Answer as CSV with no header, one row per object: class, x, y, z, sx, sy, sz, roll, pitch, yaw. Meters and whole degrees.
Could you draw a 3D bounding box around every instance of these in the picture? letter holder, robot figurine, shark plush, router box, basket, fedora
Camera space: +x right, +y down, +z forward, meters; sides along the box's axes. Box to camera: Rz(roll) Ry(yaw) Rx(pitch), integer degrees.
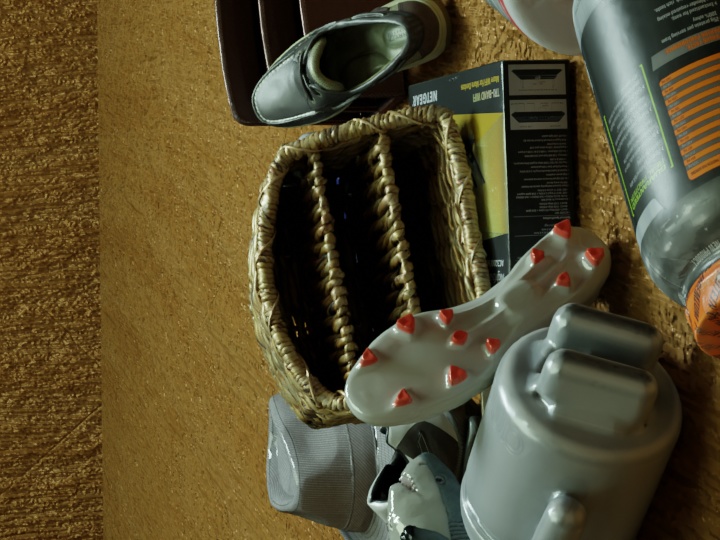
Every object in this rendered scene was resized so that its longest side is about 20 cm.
letter holder,-0.048,-0.234,1.575,0.101,0.141,0.201,149,117,-71
robot figurine,0.124,0.113,1.096,0.170,0.112,0.201,-67,-8,-49
shark plush,0.094,0.202,1.155,0.199,0.083,0.091,34,141,16
router box,0.090,-0.062,1.290,0.200,0.052,0.158,180,88,-73
basket,0.000,0.000,1.265,0.149,0.142,0.201,138,125,-71
fedora,-0.039,0.173,1.684,0.200,0.090,0.178,-119,31,-56

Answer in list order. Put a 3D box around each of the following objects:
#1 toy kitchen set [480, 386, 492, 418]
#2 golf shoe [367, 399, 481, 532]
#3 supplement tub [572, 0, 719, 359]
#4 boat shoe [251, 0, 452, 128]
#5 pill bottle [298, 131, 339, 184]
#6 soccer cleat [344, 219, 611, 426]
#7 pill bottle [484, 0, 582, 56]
toy kitchen set,0.037,0.178,1.282,0.163,0.199,0.182,28,-122,-81
golf shoe,0.046,0.190,1.404,0.078,0.094,0.201,-130,40,-62
supplement tub,0.180,-0.066,0.872,0.123,0.122,0.201,115,149,-56
boat shoe,-0.020,-0.167,1.460,0.200,0.066,0.072,-21,89,36
pill bottle,0.005,-0.011,1.475,0.116,0.115,0.201,-156,65,-71
soccer cleat,0.078,0.045,1.135,0.069,0.199,0.078,47,160,27
pill bottle,0.107,-0.214,1.114,0.200,0.113,0.115,-124,35,-61
